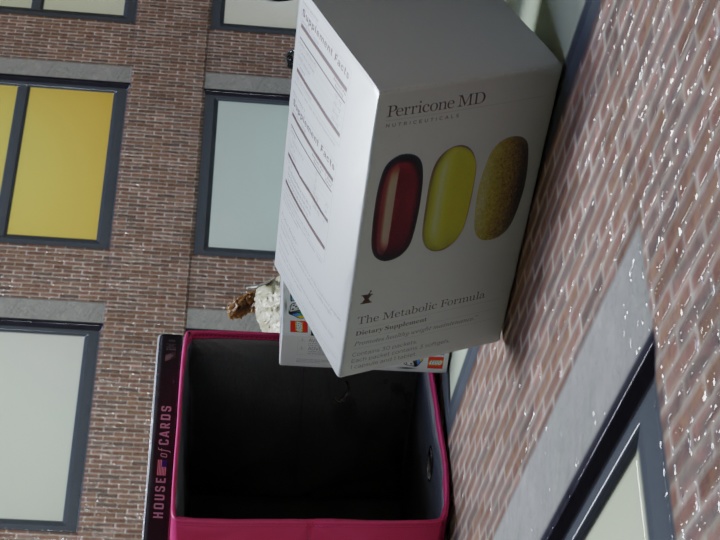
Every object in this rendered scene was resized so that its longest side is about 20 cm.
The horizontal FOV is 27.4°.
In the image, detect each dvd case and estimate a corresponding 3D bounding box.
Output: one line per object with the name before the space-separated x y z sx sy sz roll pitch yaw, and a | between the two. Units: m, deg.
dvd case | -0.160 0.169 1.224 0.150 0.025 0.201 99 173 -72

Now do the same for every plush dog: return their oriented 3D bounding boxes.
plush dog | -0.061 0.088 1.811 0.200 0.160 0.172 116 131 -81

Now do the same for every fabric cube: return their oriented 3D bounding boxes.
fabric cube | -0.045 0.186 1.145 0.197 0.199 0.200 -94 7 -51

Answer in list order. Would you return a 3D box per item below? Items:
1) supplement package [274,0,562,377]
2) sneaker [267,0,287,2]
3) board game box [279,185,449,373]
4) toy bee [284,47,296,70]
supplement package | 0.025 -0.056 0.847 0.110 0.113 0.200 -123 29 -42
sneaker | -0.033 -0.245 0.835 0.115 0.075 0.201 34 133 54
board game box | 0.000 0.000 1.160 0.200 0.126 0.035 -94 8 -51
toy bee | 0.029 -0.158 0.943 0.200 0.130 0.109 58 -147 -76
